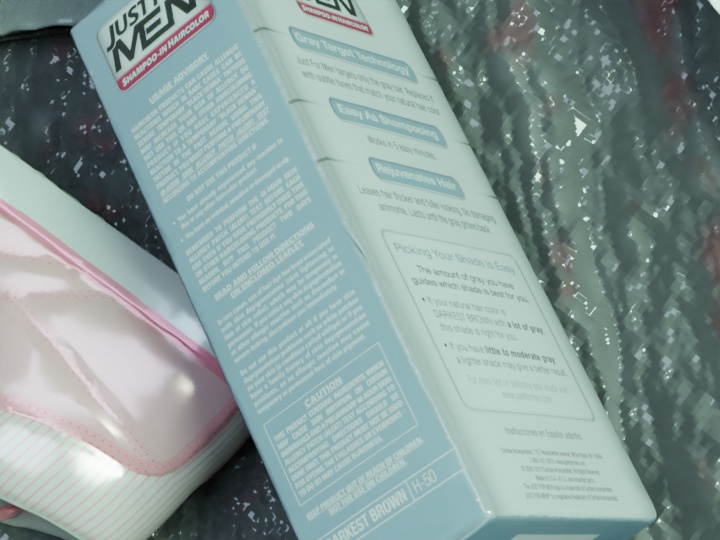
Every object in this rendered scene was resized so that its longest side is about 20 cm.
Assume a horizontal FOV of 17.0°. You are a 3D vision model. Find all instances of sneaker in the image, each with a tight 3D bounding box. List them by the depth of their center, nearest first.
[{"bbox_3d":[-0.127,0.017,0.781,0.200,0.075,0.105,35,85,19],"label":"sneaker"}]

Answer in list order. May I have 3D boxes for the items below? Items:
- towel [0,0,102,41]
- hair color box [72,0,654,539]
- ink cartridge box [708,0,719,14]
[{"bbox_3d":[-0.102,-0.177,0.845,0.192,0.035,0.201,-8,75,17],"label":"towel"},{"bbox_3d":[0.000,0.000,0.716,0.061,0.099,0.200,-36,67,25],"label":"hair color box"},{"bbox_3d":[0.200,-0.116,0.658,0.200,0.084,0.145,-46,68,27],"label":"ink cartridge box"}]
